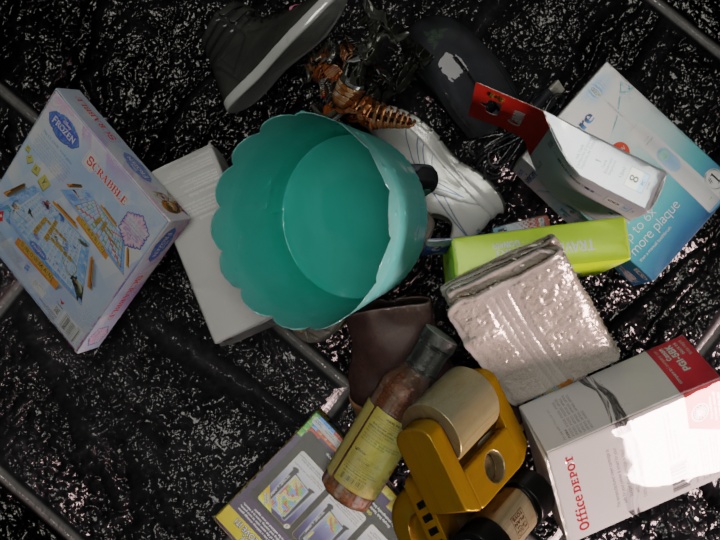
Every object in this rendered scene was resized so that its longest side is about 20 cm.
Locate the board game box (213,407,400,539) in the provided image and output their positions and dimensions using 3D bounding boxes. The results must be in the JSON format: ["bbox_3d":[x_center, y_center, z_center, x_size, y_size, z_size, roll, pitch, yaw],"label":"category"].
[{"bbox_3d":[-0.035,0.283,1.073,0.165,0.057,0.200,-44,87,-1],"label":"board game box"}]

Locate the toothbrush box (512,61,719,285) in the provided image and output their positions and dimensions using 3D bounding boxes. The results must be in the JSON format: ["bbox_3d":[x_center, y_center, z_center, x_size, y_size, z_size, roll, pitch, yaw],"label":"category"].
[{"bbox_3d":[0.293,-0.106,1.092,0.200,0.085,0.147,44,88,5],"label":"toothbrush box"}]

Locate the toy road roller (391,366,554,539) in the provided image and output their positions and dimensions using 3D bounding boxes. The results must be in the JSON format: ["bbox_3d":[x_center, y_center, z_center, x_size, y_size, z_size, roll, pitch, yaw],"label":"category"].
[{"bbox_3d":[0.089,0.211,0.986,0.122,0.145,0.203,-33,102,-45],"label":"toy road roller"}]

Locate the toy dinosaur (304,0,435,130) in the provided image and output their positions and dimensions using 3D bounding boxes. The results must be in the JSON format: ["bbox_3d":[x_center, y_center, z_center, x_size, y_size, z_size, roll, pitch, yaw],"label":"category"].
[{"bbox_3d":[0.010,-0.206,1.064,0.136,0.102,0.200,-50,64,10],"label":"toy dinosaur"}]

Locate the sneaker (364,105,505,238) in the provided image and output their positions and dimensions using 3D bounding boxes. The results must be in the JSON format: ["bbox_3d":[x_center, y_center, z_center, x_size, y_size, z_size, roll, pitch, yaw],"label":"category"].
[{"bbox_3d":[0.070,-0.111,1.100,0.200,0.075,0.087,42,92,4],"label":"sneaker"}]

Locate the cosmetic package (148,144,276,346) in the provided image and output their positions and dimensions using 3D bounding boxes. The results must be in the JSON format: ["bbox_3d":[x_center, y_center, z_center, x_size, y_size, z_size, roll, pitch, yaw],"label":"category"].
[{"bbox_3d":[-0.154,-0.024,1.073,0.089,0.107,0.203,-25,87,-1],"label":"cosmetic package"}]

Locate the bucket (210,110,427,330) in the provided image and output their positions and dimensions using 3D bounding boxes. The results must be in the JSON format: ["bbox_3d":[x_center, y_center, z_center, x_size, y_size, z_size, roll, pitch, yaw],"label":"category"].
[{"bbox_3d":[-0.036,-0.051,0.971,0.203,0.134,0.212,2,95,23],"label":"bucket"}]

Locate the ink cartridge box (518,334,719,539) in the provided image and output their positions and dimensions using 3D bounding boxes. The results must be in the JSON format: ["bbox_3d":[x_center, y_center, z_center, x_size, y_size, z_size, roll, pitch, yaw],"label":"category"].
[{"bbox_3d":[0.283,0.180,1.036,0.197,0.083,0.149,-22,124,-2],"label":"ink cartridge box"}]

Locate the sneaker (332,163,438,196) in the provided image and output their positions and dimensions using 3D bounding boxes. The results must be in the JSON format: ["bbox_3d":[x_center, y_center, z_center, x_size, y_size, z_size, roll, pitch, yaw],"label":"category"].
[{"bbox_3d":[-0.010,-0.119,1.077,0.196,0.074,0.089,-4,75,21],"label":"sneaker"}]

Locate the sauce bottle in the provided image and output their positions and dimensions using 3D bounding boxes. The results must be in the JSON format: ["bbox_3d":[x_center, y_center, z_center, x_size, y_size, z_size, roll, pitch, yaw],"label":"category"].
[{"bbox_3d":[0.034,0.152,1.006,0.065,0.066,0.202,33,99,3],"label":"sauce bottle"}]

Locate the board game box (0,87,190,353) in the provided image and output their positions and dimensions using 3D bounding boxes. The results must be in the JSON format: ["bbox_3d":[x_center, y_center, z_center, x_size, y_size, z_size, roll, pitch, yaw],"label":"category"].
[{"bbox_3d":[-0.306,-0.053,1.052,0.200,0.041,0.200,47,114,13],"label":"board game box"}]

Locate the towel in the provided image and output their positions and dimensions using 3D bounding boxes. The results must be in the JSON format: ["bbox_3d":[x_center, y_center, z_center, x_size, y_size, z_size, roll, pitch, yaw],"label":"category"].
[{"bbox_3d":[0.173,0.057,0.971,0.131,0.200,0.035,-26,41,17],"label":"towel"}]

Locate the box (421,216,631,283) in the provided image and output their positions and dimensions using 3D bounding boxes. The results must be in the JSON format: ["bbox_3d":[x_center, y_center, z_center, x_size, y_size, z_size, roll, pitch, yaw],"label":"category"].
[{"bbox_3d":[0.165,-0.014,1.001,0.196,0.122,0.049,-7,83,0],"label":"box"}]

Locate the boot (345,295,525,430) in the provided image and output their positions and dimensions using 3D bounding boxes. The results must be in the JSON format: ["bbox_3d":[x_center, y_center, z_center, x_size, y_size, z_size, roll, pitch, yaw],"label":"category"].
[{"bbox_3d":[0.081,0.110,1.050,0.196,0.073,0.169,-2,115,7],"label":"boot"}]

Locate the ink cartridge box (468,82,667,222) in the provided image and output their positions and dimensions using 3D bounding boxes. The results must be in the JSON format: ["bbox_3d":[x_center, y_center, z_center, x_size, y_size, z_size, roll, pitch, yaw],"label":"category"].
[{"bbox_3d":[0.192,-0.111,0.972,0.197,0.160,0.048,26,90,4],"label":"ink cartridge box"}]

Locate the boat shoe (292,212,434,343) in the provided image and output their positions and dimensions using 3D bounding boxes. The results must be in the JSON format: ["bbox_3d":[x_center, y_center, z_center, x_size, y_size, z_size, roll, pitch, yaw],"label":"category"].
[{"bbox_3d":[0.000,0.000,1.089,0.199,0.073,0.075,-40,83,3],"label":"boat shoe"}]

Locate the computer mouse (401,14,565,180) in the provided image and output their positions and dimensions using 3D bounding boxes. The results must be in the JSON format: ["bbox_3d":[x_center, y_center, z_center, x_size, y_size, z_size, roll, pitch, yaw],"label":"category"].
[{"bbox_3d":[0.130,-0.219,1.116,0.200,0.053,0.139,45,87,3],"label":"computer mouse"}]

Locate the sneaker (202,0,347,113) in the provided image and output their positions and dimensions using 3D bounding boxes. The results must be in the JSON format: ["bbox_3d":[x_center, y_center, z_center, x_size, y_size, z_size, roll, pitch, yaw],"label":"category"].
[{"bbox_3d":[-0.105,-0.274,1.081,0.199,0.070,0.100,-36,82,29],"label":"sneaker"}]

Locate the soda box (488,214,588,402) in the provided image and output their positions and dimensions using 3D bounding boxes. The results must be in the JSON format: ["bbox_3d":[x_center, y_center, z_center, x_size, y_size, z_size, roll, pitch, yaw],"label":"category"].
[{"bbox_3d":[0.198,0.046,1.089,0.067,0.064,0.204,-13,85,0],"label":"soda box"}]
